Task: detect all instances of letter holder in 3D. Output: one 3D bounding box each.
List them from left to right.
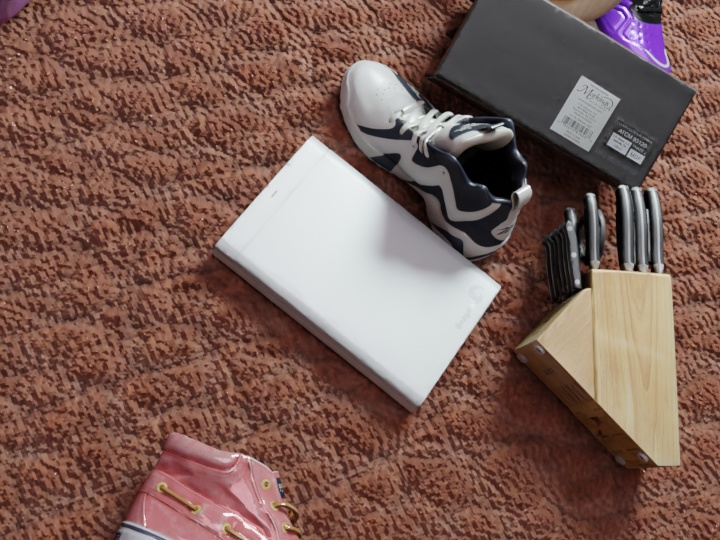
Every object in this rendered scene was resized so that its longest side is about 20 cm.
[{"bbox_3d":[0.165,-0.164,0.912,0.200,0.142,0.101,29,95,-8],"label":"letter holder"}]

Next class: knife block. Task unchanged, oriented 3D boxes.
[{"bbox_3d":[0.223,0.038,0.844,0.176,0.064,0.200,-43,87,-14],"label":"knife block"}]

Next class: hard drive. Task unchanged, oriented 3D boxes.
[{"bbox_3d":[0.000,0.000,0.824,0.200,0.026,0.132,38,63,-1],"label":"hard drive"}]

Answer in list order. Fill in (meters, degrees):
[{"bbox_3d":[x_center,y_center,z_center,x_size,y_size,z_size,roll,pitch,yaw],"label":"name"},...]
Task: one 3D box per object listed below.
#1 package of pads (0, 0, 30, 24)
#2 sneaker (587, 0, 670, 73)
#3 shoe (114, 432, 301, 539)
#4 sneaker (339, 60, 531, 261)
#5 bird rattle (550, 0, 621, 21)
[{"bbox_3d":[-0.247,-0.299,0.803,0.076,0.121,0.200,34,63,2],"label":"package of pads"},{"bbox_3d":[0.253,-0.272,0.963,0.070,0.099,0.200,-8,70,-47],"label":"sneaker"},{"bbox_3d":[-0.060,0.186,0.706,0.200,0.071,0.091,24,70,-3],"label":"shoe"},{"bbox_3d":[0.067,-0.111,0.831,0.079,0.130,0.199,-26,80,-26],"label":"sneaker"},{"bbox_3d":[0.194,-0.308,0.933,0.113,0.200,0.163,-40,117,-63],"label":"bird rattle"}]
